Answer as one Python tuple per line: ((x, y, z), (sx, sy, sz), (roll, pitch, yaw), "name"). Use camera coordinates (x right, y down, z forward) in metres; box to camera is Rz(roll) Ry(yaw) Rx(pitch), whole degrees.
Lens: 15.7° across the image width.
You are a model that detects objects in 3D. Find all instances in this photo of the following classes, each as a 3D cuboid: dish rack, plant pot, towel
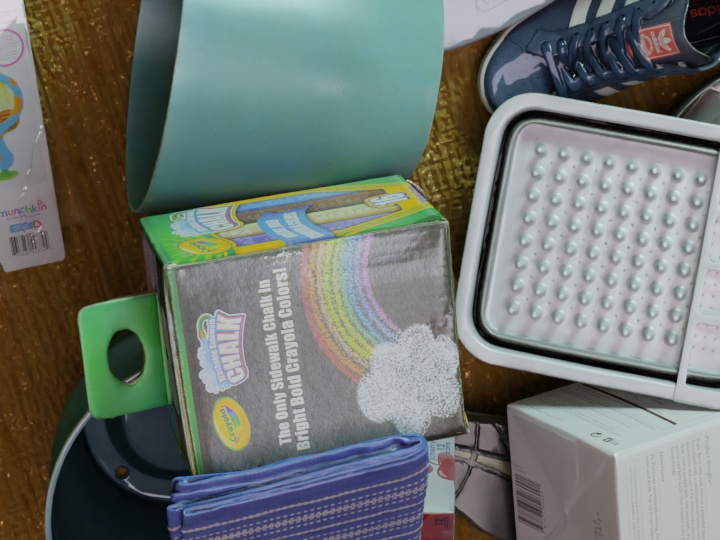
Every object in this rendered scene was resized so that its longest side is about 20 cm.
((0.166, -0.014, 1.618), (0.198, 0.044, 0.173), (11, 97, 6), "dish rack")
((-0.042, -0.124, 1.515), (0.160, 0.201, 0.202), (6, 105, -12), "plant pot")
((-0.035, 0.145, 1.439), (0.144, 0.200, 0.024), (-13, 65, -8), "towel")
((-0.100, 0.116, 1.595), (0.198, 0.188, 0.202), (-3, 107, -10), "plant pot")

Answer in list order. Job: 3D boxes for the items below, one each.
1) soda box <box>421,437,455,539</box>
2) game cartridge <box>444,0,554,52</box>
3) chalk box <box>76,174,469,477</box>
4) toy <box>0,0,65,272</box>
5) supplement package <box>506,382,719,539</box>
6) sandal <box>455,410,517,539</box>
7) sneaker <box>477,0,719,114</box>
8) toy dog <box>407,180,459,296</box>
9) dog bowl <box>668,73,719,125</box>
((0.028, 0.198, 1.665), (0.063, 0.070, 0.201), (1, 131, 1), "soda box")
((0.071, -0.216, 1.609), (0.199, 0.042, 0.134), (-28, 114, -2), "game cartridge")
((-0.054, 0.033, 1.418), (0.198, 0.124, 0.125), (-8, 105, -8), "chalk box")
((-0.252, -0.093, 1.577), (0.114, 0.047, 0.202), (-11, 109, -11), "toy")
((0.209, 0.130, 1.665), (0.199, 0.120, 0.122), (-15, 110, -29), "supplement package")
((0.059, 0.121, 1.698), (0.200, 0.057, 0.080), (17, 98, -10), "sandal")
((0.169, -0.144, 1.623), (0.199, 0.085, 0.075), (-26, 110, -2), "sneaker")
((0.000, 0.000, 1.627), (0.199, 0.096, 0.132), (34, 98, -18), "toy dog")
((0.269, -0.044, 1.681), (0.198, 0.059, 0.202), (-2, 102, -8), "dog bowl")
